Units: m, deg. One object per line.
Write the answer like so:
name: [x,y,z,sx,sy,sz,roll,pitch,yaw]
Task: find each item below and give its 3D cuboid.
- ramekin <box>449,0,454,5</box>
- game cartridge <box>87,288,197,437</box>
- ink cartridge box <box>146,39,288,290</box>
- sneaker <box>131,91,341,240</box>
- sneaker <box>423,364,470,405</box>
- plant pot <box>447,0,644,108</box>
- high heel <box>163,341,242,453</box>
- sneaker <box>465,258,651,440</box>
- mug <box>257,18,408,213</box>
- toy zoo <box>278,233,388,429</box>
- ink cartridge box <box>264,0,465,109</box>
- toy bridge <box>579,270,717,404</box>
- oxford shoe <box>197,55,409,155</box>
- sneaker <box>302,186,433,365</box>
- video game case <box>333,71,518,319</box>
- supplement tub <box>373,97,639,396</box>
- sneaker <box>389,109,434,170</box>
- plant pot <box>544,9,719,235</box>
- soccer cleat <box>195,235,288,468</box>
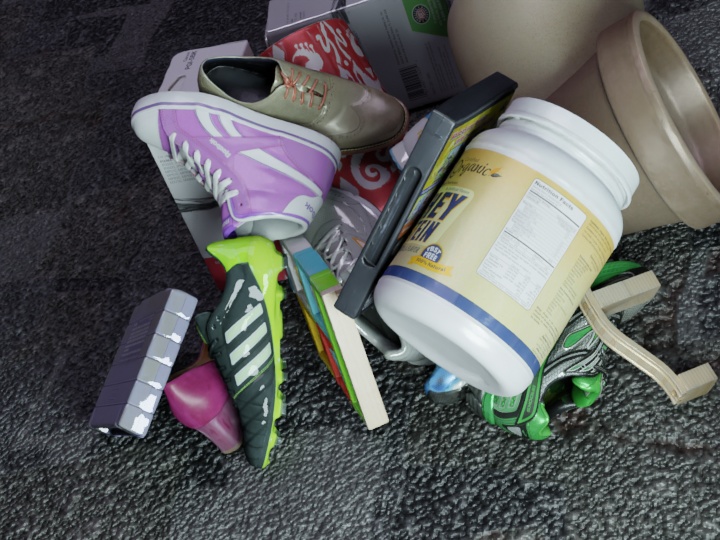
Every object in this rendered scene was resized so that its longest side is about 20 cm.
ramekin: [0.189,-0.303,1.652,0.198,0.201,0.098,3,51,31]
game cartridge: [-0.193,0.084,1.392,0.131,0.038,0.200,-65,13,-12]
ink cartridge box: [-0.128,-0.105,1.569,0.082,0.201,0.148,-9,39,18]
sneaker: [-0.127,-0.088,1.394,0.198,0.073,0.115,15,64,14]
sneaker: [0.088,0.022,1.353,0.089,0.079,0.202,21,66,0]
plant pot: [0.190,-0.197,1.541,0.198,0.201,0.136,-13,58,14]
high heel: [-0.136,0.068,1.440,0.067,0.096,0.201,-29,34,18]
sneaker: [0.183,0.070,1.306,0.085,0.078,0.200,34,66,32]
mug: [-0.019,-0.125,1.529,0.132,0.202,0.178,-27,-7,-4]
toy zoo: [-0.030,0.042,1.371,0.020,0.132,0.200,-22,23,-8]
ink cartridge box: [0.010,-0.247,1.715,0.198,0.147,0.085,-15,36,10]
toy bridge: [0.213,0.020,1.282,0.067,0.027,0.201,-18,66,-22]
oxford shoe: [-0.054,-0.152,1.414,0.197,0.075,0.071,7,76,4]
sneaker: [0.000,0.000,1.384,0.200,0.092,0.076,48,110,18]
video game case: [0.056,-0.066,1.284,0.025,0.182,0.200,31,23,9]
supplement tub: [0.116,-0.019,1.225,0.144,0.144,0.201,23,74,44]
sneaker: [0.101,-0.119,1.468,0.081,0.077,0.200,-39,-5,23]
plant pot: [0.226,-0.106,1.417,0.174,0.200,0.201,-28,32,26]
soccer cleat: [-0.104,0.071,1.366,0.080,0.203,0.068,0,0,-4]
